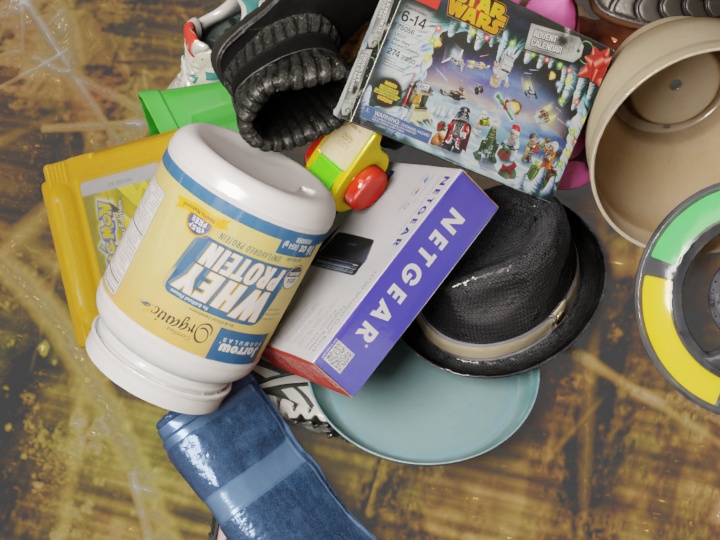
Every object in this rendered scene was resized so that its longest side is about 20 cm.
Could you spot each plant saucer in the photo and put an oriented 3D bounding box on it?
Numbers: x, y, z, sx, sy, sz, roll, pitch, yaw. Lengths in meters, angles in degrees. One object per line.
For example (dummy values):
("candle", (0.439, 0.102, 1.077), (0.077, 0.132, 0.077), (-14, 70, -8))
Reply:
("plant saucer", (0.053, 0.089, 1.340), (0.200, 0.027, 0.200), (1, 50, -1))

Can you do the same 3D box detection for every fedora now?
("fedora", (0.115, -0.009, 1.331), (0.200, 0.092, 0.201), (-3, 55, 4))

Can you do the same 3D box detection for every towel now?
("towel", (-0.079, 0.185, 1.308), (0.200, 0.112, 0.049), (55, 134, 5))

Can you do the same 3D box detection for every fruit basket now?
("fruit basket", (-0.168, -0.052, 1.455), (0.215, 0.156, 0.216), (-1, 65, 2))

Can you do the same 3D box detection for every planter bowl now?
("planter bowl", (0.278, -0.131, 1.314), (0.200, 0.200, 0.135), (-22, 36, 10))

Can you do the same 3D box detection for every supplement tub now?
("supplement tub", (-0.123, -0.001, 1.247), (0.145, 0.145, 0.200), (37, 107, 28))

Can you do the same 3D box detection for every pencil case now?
("pencil case", (0.162, -0.174, 1.348), (0.091, 0.200, 0.094), (13, 34, 34))

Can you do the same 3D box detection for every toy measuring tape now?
("toy measuring tape", (0.010, -0.114, 1.298), (0.074, 0.074, 0.200), (45, 108, 28))

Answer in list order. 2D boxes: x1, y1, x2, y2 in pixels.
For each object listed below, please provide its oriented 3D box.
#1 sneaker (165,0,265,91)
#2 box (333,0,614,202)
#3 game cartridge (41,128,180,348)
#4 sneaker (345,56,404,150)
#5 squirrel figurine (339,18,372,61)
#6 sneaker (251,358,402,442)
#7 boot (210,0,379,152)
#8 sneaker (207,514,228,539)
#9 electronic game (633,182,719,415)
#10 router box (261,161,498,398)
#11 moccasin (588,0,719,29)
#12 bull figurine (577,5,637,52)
("sneaker", (-0.153, -0.205, 1.508), (0.200, 0.093, 0.070), (-41, 58, 24))
("box", (0.093, -0.151, 1.243), (0.040, 0.200, 0.137), (31, 101, 62))
("game cartridge", (-0.205, -0.025, 1.400), (0.200, 0.032, 0.177), (-10, 94, 40))
("sneaker", (0.040, -0.156, 1.378), (0.200, 0.085, 0.074), (-18, 44, -20))
("squirrel figurine", (0.001, -0.226, 1.434), (0.141, 0.187, 0.200), (-11, 66, 14))
("sneaker", (-0.045, 0.098, 1.386), (0.200, 0.066, 0.091), (6, 73, 23))
("boot", (-0.027, -0.193, 1.280), (0.211, 0.079, 0.158), (-43, 28, 5))
("sneaker", (-0.115, 0.260, 1.342), (0.086, 0.080, 0.200), (-21, 57, 22))
("electronic game", (0.324, 0.023, 1.268), (0.200, 0.042, 0.200), (0, 91, 11))
("router box", (0.000, 0.000, 1.305), (0.200, 0.049, 0.179), (-52, 24, -12))
("moccasin", (0.297, -0.248, 1.377), (0.201, 0.078, 0.074), (-11, 94, -10))
("bull figurine", (0.177, -0.211, 1.433), (0.200, 0.065, 0.122), (-4, 74, 16))
